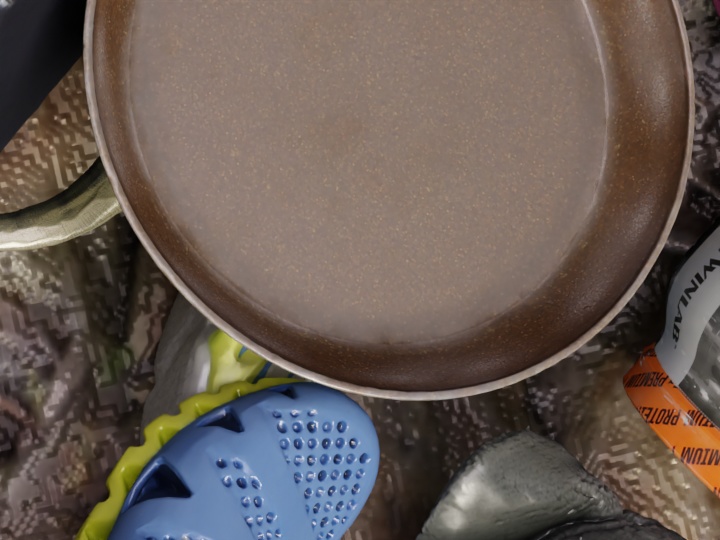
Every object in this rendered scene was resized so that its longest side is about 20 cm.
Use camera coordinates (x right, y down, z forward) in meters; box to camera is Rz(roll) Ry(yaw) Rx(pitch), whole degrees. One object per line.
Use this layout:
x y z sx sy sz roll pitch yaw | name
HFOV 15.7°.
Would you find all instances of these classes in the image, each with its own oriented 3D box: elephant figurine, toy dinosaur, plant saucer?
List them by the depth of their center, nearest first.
0.008 -0.058 0.806 0.200 0.032 0.201 4 79 -21 | plant saucer
-0.040 -0.044 0.841 0.200 0.047 0.088 -39 61 -7 | toy dinosaur
0.063 0.125 0.866 0.200 0.155 0.142 -39 95 -12 | elephant figurine

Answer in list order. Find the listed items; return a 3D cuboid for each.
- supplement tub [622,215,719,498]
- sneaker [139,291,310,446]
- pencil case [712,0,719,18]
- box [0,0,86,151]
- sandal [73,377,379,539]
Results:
0.191 -0.003 0.901 0.122 0.123 0.200 40 101 -10 | supplement tub
0.000 0.000 0.892 0.105 0.076 0.200 24 76 -15 | sneaker
0.228 -0.119 0.969 0.199 0.094 0.091 1 75 -19 | pencil case
-0.208 -0.084 0.789 0.197 0.117 0.200 36 73 4 | box
-0.062 0.110 0.791 0.200 0.087 0.080 -43 121 -24 | sandal
